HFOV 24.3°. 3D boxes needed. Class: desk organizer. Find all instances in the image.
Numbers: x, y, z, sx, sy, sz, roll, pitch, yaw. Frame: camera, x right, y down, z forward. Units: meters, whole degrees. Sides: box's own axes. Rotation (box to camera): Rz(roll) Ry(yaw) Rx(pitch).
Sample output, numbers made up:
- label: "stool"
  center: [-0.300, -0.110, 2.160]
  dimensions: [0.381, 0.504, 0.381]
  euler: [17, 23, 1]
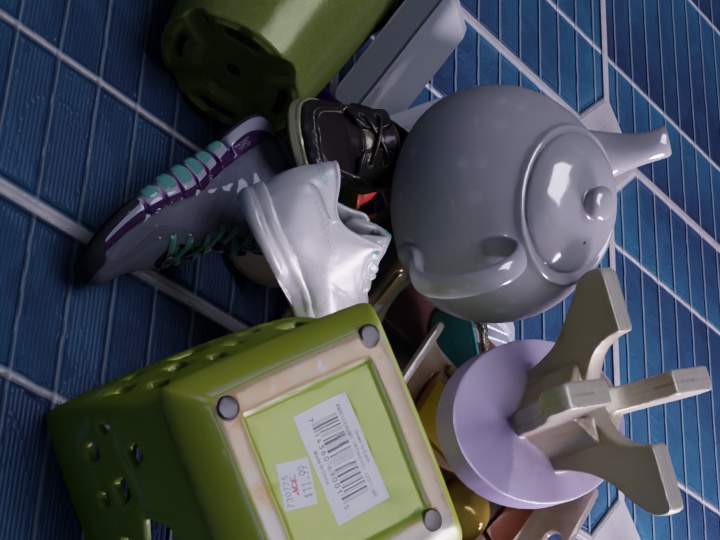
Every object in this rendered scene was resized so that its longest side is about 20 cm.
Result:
- label: "desk organizer"
  center: [0.055, 0.073, 1.436]
  dimensions: [0.200, 0.071, 0.078]
  euler: [43, 40, -36]

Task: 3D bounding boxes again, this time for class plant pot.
- label: "plant pot"
  center: [-0.064, -0.217, 1.327]
  dimensions: [0.200, 0.199, 0.191]
  euler: [51, 50, -28]
- label: "plant pot"
  center: [-0.059, 0.137, 1.090]
  dimensions: [0.198, 0.181, 0.202]
  euler: [-21, 89, -36]

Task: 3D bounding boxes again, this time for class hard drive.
- label: "hard drive"
  center: [0.038, -0.178, 1.419]
  dimensions: [0.026, 0.132, 0.200]
  euler: [38, 2, 6]

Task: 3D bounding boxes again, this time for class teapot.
- label: "teapot"
  center: [0.126, -0.049, 1.273]
  dimensions: [0.197, 0.145, 0.202]
  euler: [26, 75, -43]

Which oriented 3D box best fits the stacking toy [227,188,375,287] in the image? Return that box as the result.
- label: "stacking toy"
  center: [-0.034, -0.057, 1.369]
  dimensions: [0.086, 0.085, 0.200]
  euler: [65, 30, -8]

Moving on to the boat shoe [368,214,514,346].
- label: "boat shoe"
  center: [0.071, 0.012, 1.489]
  dimensions: [0.199, 0.072, 0.063]
  euler: [34, 46, -40]

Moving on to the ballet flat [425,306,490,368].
- label: "ballet flat"
  center: [0.092, 0.122, 1.364]
  dimensions: [0.075, 0.067, 0.202]
  euler: [12, 73, -69]

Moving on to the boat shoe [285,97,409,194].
- label: "boat shoe"
  center: [0.000, -0.098, 1.286]
  dimensions: [0.200, 0.064, 0.074]
  euler: [-1, 83, -71]

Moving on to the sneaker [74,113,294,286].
- label: "sneaker"
  center: [-0.111, -0.033, 1.197]
  dimensions: [0.088, 0.074, 0.200]
  euler: [49, 55, 1]

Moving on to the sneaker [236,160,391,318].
- label: "sneaker"
  center: [-0.014, 0.003, 1.208]
  dimensions: [0.076, 0.088, 0.201]
  euler: [63, -1, 44]

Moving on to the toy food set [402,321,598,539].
- label: "toy food set"
  center: [0.086, 0.157, 1.268]
  dimensions: [0.200, 0.060, 0.144]
  euler: [47, 58, -19]

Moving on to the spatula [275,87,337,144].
- label: "spatula"
  center: [-0.063, -0.116, 1.401]
  dimensions: [0.057, 0.020, 0.200]
  euler: [52, 38, -6]

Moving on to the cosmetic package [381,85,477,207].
- label: "cosmetic package"
  center: [0.082, -0.103, 1.476]
  dimensions: [0.200, 0.112, 0.082]
  euler: [-2, 73, -78]

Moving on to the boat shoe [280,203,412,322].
- label: "boat shoe"
  center: [0.002, 0.001, 1.329]
  dimensions: [0.200, 0.073, 0.063]
  euler: [-38, 140, -20]

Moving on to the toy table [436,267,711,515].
- label: "toy table"
  center: [0.166, 0.104, 1.253]
  dimensions: [0.199, 0.117, 0.185]
  euler: [-20, 86, -47]
